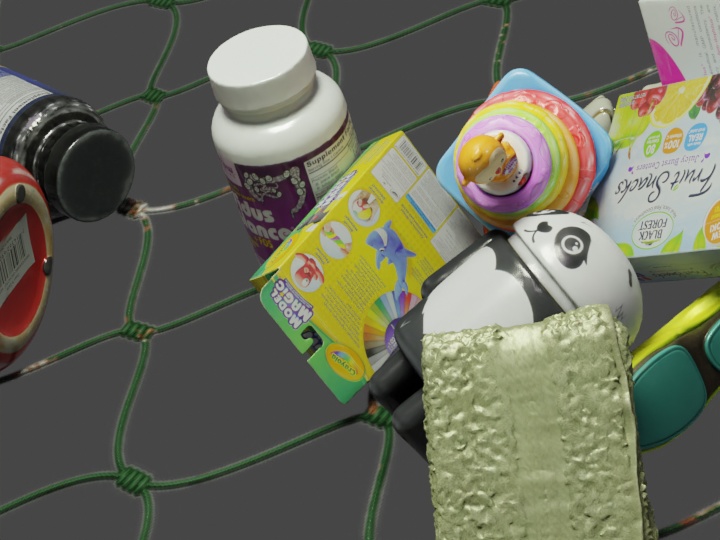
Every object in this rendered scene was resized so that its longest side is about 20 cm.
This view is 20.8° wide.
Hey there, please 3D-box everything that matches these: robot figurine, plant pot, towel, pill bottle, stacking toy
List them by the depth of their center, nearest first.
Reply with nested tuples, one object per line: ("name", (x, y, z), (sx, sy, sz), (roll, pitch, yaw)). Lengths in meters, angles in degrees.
("towel", (0.115, 0.129, 1.276), (0.147, 0.036, 0.202), (-10, 80, 9))
("robot figurine", (0.103, 0.047, 1.372), (0.200, 0.125, 0.151), (-40, 81, 5))
("stacking toy", (0.106, -0.079, 1.411), (0.110, 0.200, 0.116), (40, 101, 10))
("pill bottle", (-0.055, -0.091, 1.571), (0.111, 0.201, 0.113), (-12, 37, 9))
("plant pot", (-0.360, -0.005, 1.606), (0.181, 0.201, 0.201), (7, 43, 16))
("pill bottle", (-0.297, -0.113, 1.773), (0.112, 0.112, 0.199), (-40, 43, -26))

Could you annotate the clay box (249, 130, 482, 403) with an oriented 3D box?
("clay box", (0.000, 0.000, 1.503), (0.047, 0.115, 0.200), (-17, 25, 53))

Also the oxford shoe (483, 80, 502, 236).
("oxford shoe", (0.135, -0.073, 1.579), (0.072, 0.071, 0.201), (-6, 53, 8))

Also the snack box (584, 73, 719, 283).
("snack box", (0.243, -0.067, 1.422), (0.200, 0.053, 0.143), (-8, 63, 63))

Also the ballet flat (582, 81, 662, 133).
("ballet flat", (0.221, -0.121, 1.604), (0.199, 0.064, 0.068), (-12, 39, 10))

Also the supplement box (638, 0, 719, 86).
("supplement box", (0.320, -0.177, 1.462), (0.103, 0.102, 0.199), (-31, 21, -33))

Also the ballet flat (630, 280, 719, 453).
("ballet flat", (0.226, 0.064, 1.385), (0.200, 0.067, 0.067), (-37, 20, -26))
